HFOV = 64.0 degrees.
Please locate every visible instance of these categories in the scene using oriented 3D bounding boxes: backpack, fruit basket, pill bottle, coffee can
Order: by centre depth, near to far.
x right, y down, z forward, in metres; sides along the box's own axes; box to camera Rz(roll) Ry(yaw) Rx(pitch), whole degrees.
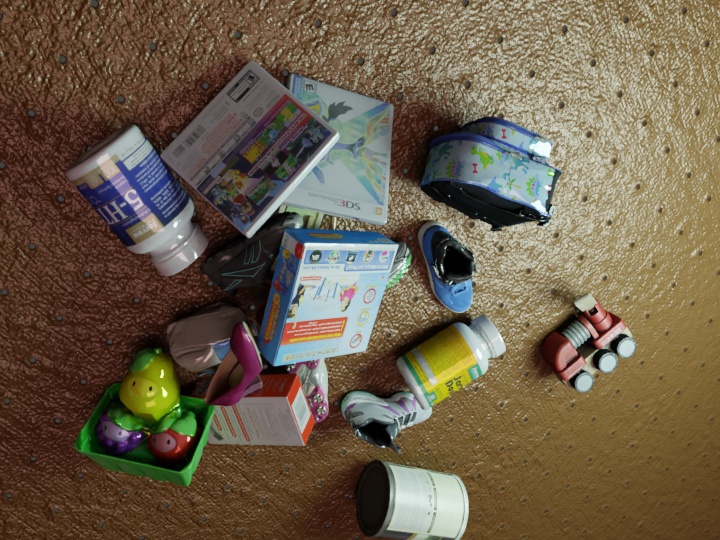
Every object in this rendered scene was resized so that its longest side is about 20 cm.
[{"bbox_3d":[-0.317,-0.097,0.849,0.119,0.120,0.202,-33,118,-1],"label":"pill bottle"},{"bbox_3d":[-0.349,0.239,0.948,0.211,0.157,0.219,7,132,8],"label":"fruit basket"},{"bbox_3d":[0.207,-0.164,0.956,0.196,0.183,0.150,15,85,-19],"label":"backpack"},{"bbox_3d":[0.178,0.173,1.124,0.198,0.113,0.114,-31,118,-3],"label":"pill bottle"},{"bbox_3d":[0.108,0.494,1.222,0.197,0.147,0.149,18,107,-23],"label":"coffee can"}]

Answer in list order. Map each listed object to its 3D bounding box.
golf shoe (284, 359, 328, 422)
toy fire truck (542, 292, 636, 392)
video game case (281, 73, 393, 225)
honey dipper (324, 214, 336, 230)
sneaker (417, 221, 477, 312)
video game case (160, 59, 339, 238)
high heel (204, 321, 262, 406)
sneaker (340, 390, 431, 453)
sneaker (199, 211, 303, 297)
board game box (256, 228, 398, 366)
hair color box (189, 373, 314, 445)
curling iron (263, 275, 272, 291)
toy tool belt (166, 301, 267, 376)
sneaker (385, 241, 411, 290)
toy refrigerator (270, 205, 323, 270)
[{"bbox_3d":[-0.098,0.173,1.063,0.074,0.092,0.205,-3,102,5],"label":"golf shoe"},{"bbox_3d":[0.457,0.131,1.200,0.175,0.129,0.201,-38,107,3],"label":"toy fire truck"},{"bbox_3d":[-0.036,-0.185,0.892,0.179,0.022,0.205,9,76,-24],"label":"video game case"},{"bbox_3d":[-0.050,-0.037,0.973,0.037,0.038,0.205,3,95,-18],"label":"honey dipper"},{"bbox_3d":[0.172,0.014,1.054,0.076,0.111,0.203,-26,118,-5],"label":"sneaker"},{"bbox_3d":[-0.160,-0.179,0.836,0.182,0.023,0.201,40,82,10],"label":"video game case"},{"bbox_3d":[-0.202,0.152,0.883,0.095,0.068,0.202,-19,144,-19],"label":"high heel"},{"bbox_3d":[0.066,0.306,1.130,0.196,0.140,0.079,4,112,-18],"label":"sneaker"},{"bbox_3d":[-0.159,-0.025,0.903,0.198,0.076,0.080,-26,106,27],"label":"sneaker"},{"bbox_3d":[-0.050,0.039,0.907,0.198,0.056,0.199,-1,116,-44],"label":"board game box"},{"bbox_3d":[-0.191,0.246,1.018,0.196,0.064,0.113,-5,118,19],"label":"hair color box"},{"bbox_3d":[-0.161,0.031,1.008,0.049,0.026,0.199,-36,124,22],"label":"curling iron"},{"bbox_3d":[-0.222,0.122,0.990,0.196,0.127,0.124,-14,148,-7],"label":"toy tool belt"},{"bbox_3d":[0.000,0.000,1.014,0.197,0.078,0.086,-27,117,-4],"label":"sneaker"},{"bbox_3d":[-0.103,-0.098,0.944,0.075,0.070,0.203,14,107,-22],"label":"toy refrigerator"}]
